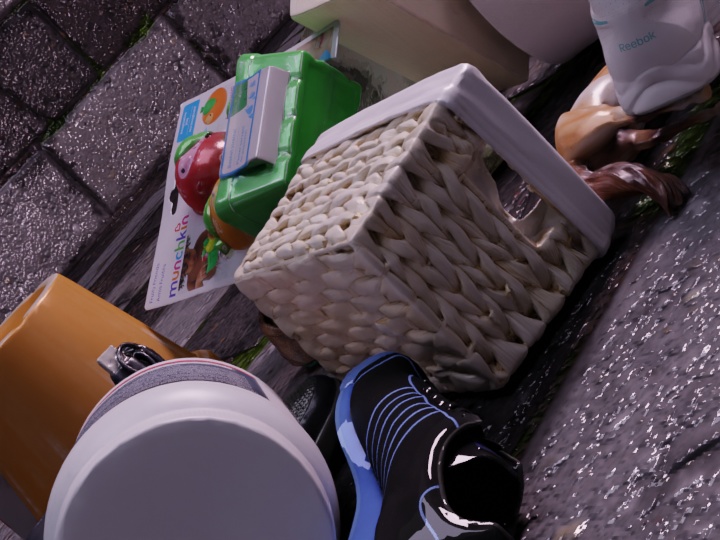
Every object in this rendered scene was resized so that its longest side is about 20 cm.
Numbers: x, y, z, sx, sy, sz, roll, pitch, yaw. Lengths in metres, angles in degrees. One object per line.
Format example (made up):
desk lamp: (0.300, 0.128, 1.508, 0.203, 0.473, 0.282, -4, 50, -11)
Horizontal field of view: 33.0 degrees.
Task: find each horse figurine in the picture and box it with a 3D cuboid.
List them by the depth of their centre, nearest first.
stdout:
horse figurine: (0.164, -0.096, 0.722, 0.132, 0.050, 0.201, -24, 23, 38)

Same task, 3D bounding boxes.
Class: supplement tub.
supplement tub: (-0.084, 0.122, 0.613, 0.141, 0.140, 0.200, -47, 7, -5)

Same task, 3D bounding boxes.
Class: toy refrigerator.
toy refrigerator: (0.043, -0.199, 0.932, 0.075, 0.199, 0.071, -12, 70, 42)

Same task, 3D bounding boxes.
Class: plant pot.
plant pot: (-0.209, 0.109, 0.940, 0.200, 0.183, 0.201, -41, 16, 14)

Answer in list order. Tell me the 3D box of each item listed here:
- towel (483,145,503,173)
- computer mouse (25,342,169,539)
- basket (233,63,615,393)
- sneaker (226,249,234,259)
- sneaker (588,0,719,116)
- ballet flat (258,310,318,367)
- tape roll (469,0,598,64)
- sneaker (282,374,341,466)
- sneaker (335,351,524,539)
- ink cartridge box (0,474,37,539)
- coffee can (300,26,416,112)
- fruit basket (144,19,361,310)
towel: (0.042, -0.063, 0.992, 0.200, 0.036, 0.149, -43, 14, 12)
computer mouse: (-0.167, 0.161, 0.824, 0.201, 0.138, 0.053, -55, -8, -1)
basket: (0.027, -0.012, 0.714, 0.124, 0.135, 0.199, -54, 17, -22)
sneaker: (-0.051, -0.077, 0.978, 0.200, 0.118, 0.074, -43, 12, 21)
sneaker: (0.168, -0.163, 0.689, 0.070, 0.081, 0.201, -23, 20, 26)
ballet flat: (0.000, 0.000, 0.881, 0.199, 0.067, 0.068, -40, 24, 23)
tape roll: (0.154, -0.282, 0.937, 0.139, 0.203, 0.204, -34, 19, 33)
sneaker: (-0.098, 0.123, 0.749, 0.199, 0.114, 0.076, -44, 17, -2)
sneaker: (0.036, 0.091, 0.565, 0.078, 0.070, 0.201, -38, 24, 18)
ink cartridge box: (-0.266, 0.151, 1.114, 0.067, 0.116, 0.201, -38, 17, 27)
coffee can: (0.060, -0.225, 1.109, 0.200, 0.147, 0.146, -47, 14, -30)
fruit basket: (-0.094, -0.077, 0.902, 0.198, 0.093, 0.188, -12, 62, 39)
